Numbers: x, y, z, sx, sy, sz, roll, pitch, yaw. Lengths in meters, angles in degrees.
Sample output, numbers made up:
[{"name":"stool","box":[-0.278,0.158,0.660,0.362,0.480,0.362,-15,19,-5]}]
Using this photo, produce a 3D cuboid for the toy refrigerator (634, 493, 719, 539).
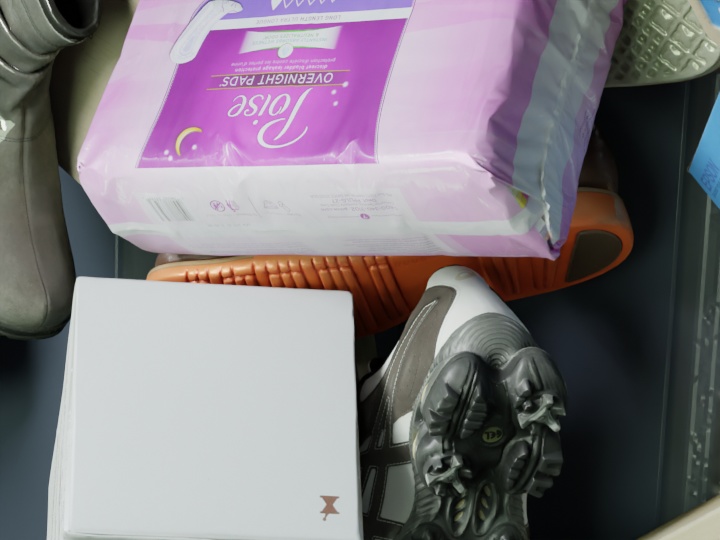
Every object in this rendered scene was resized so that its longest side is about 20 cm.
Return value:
[{"name":"toy refrigerator","box":[0.143,0.137,1.156,0.200,0.070,0.076,-36,84,41]}]

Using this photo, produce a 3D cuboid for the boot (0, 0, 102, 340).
[{"name":"boot","box":[-0.153,-0.080,1.246,0.131,0.068,0.200,-38,65,50]}]

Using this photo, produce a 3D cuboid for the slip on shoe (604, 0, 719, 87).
[{"name":"slip on shoe","box":[0.072,-0.108,1.146,0.200,0.061,0.074,1,116,36]}]

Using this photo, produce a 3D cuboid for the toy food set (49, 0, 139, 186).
[{"name":"toy food set","box":[-0.099,-0.113,1.279,0.200,0.060,0.144,39,125,40]}]

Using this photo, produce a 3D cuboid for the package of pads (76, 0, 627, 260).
[{"name":"package of pads","box":[-0.002,-0.067,1.095,0.200,0.076,0.121,0,59,35]}]

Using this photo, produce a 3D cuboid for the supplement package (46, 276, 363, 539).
[{"name":"supplement package","box":[-0.070,0.103,1.184,0.200,0.117,0.117,107,165,-58]}]

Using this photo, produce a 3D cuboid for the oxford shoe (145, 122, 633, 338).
[{"name":"oxford shoe","box":[0.008,-0.021,1.172,0.200,0.071,0.073,-9,63,1]}]

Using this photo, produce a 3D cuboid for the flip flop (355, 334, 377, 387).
[{"name":"flip flop","box":[0.000,0.000,1.233,0.081,0.058,0.200,169,92,-76]}]

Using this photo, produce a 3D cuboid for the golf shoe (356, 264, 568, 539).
[{"name":"golf shoe","box":[0.032,0.087,1.162,0.095,0.078,0.200,-109,32,-47]}]

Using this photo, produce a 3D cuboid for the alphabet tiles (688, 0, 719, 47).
[{"name":"alphabet tiles","box":[0.212,-0.059,0.994,0.200,0.196,0.015,20,72,34]}]

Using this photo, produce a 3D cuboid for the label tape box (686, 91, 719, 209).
[{"name":"label tape box","box":[0.209,0.005,1.019,0.200,0.063,0.144,55,170,12]}]
